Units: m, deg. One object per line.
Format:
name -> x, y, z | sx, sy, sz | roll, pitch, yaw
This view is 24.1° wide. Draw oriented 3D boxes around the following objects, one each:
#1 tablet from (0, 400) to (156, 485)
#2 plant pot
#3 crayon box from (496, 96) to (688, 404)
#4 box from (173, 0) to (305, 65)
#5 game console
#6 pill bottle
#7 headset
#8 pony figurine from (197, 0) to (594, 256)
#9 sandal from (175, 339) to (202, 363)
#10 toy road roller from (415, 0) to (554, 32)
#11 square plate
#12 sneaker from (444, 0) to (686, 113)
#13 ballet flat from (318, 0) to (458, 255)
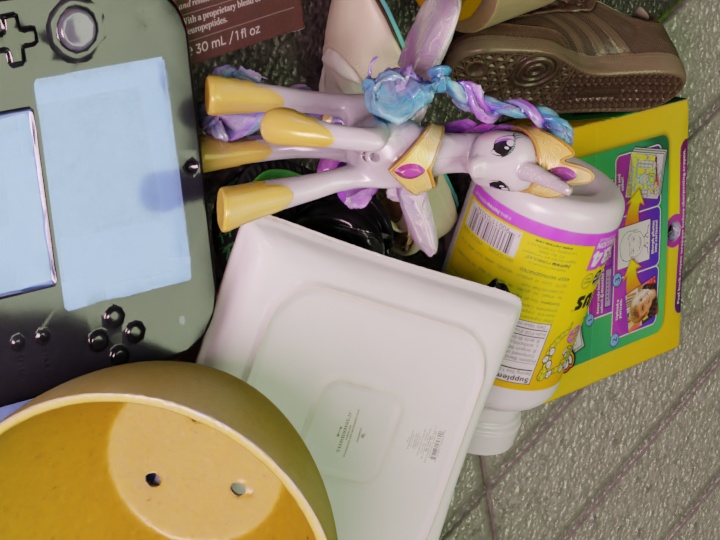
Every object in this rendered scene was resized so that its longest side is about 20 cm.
tablet -> -0.154, 0.093, 0.941 | 0.129, 0.014, 0.202 | -19, 96, -38
plant pot -> -0.097, 0.126, 0.852 | 0.142, 0.198, 0.202 | -66, 154, -68
crayon box -> 0.171, -0.021, 1.261 | 0.172, 0.058, 0.202 | -16, 112, -41
box -> -0.096, -0.219, 0.913 | 0.100, 0.075, 0.202 | -26, 117, -39
game console -> -0.158, -0.038, 0.846 | 0.176, 0.031, 0.202 | -16, 107, -36
pill bottle -> 0.101, 0.023, 1.147 | 0.104, 0.104, 0.201 | -10, 127, -44
headset -> 0.000, 0.000, 1.033 | 0.199, 0.094, 0.124 | 29, 42, -38
pony figurine -> 0.011, -0.074, 0.934 | 0.198, 0.193, 0.168 | -1, 110, -13
sandal -> -0.101, 0.114, 1.015 | 0.080, 0.054, 0.202 | 22, 80, -23
toy road roller -> 0.089, -0.268, 1.080 | 0.122, 0.146, 0.201 | -25, 156, -39
square plate -> -0.010, 0.088, 0.977 | 0.197, 0.028, 0.202 | 17, 95, -29
sneaker -> 0.137, -0.156, 1.190 | 0.198, 0.071, 0.076 | 3, 56, -32
ballet flat -> 0.010, -0.091, 1.071 | 0.069, 0.069, 0.201 | -46, 131, -27
